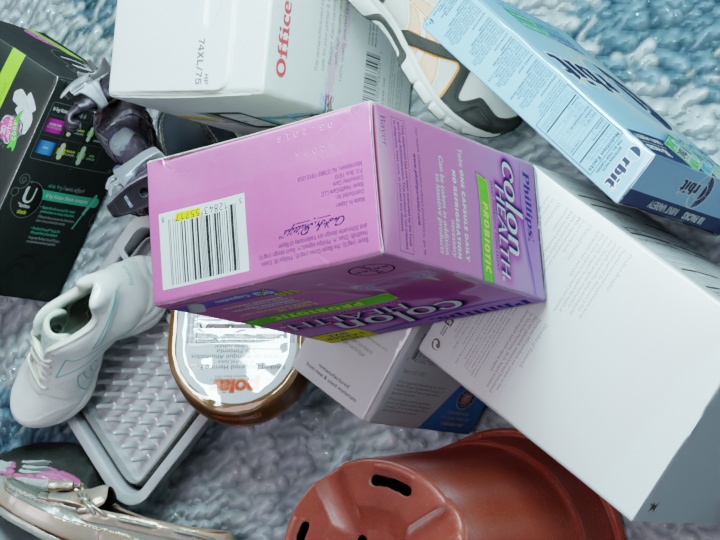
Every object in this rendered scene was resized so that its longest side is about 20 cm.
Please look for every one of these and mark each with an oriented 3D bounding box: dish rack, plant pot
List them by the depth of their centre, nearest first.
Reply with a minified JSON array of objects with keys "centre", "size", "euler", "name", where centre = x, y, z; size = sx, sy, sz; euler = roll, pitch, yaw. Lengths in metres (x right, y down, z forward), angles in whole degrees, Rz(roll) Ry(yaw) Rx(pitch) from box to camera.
[{"centre":[0.057,0.207,1.402],"size":[0.200,0.195,0.202],"euler":[-4,82,31],"name":"plant pot"},{"centre":[-0.168,0.072,1.638],"size":[0.200,0.043,0.172],"euler":[-51,61,28],"name":"dish rack"}]

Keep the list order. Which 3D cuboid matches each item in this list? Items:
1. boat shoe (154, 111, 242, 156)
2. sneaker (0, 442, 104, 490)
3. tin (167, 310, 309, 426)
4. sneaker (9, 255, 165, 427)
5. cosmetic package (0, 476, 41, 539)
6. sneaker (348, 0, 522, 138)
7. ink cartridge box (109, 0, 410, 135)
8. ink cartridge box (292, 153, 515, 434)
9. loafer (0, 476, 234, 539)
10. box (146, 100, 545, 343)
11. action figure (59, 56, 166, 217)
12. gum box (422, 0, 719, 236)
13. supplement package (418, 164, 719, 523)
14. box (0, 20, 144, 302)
[{"centre":[-0.121,-0.059,1.628],"size":[0.075,0.062,0.201],"euler":[-36,66,26],"name":"boat shoe"},{"centre":[-0.299,0.199,1.714],"size":[0.199,0.080,0.087],"euler":[-3,105,30],"name":"sneaker"},{"centre":[-0.090,0.018,1.542],"size":[0.111,0.042,0.201],"euler":[-2,72,11],"name":"tin"},{"centre":[-0.238,0.057,1.620],"size":[0.200,0.080,0.071],"euler":[-48,64,32],"name":"sneaker"},{"centre":[-0.315,0.227,1.632],"size":[0.074,0.102,0.200],"euler":[-26,113,30],"name":"cosmetic package"},{"centre":[0.062,-0.180,1.467],"size":[0.080,0.200,0.074],"euler":[-26,26,35],"name":"sneaker"},{"centre":[-0.069,-0.186,1.529],"size":[0.145,0.200,0.148],"euler":[2,84,33],"name":"ink cartridge box"},{"centre":[0.061,0.010,1.453],"size":[0.086,0.146,0.201],"euler":[33,101,33],"name":"ink cartridge box"},{"centre":[-0.195,0.201,1.611],"size":[0.199,0.072,0.063],"euler":[23,96,4],"name":"loafer"},{"centre":[-0.007,-0.024,1.293],"size":[0.175,0.200,0.097],"euler":[-12,76,32],"name":"box"},{"centre":[-0.174,-0.089,1.534],"size":[0.069,0.130,0.200],"euler":[-42,33,1],"name":"action figure"},{"centre":[0.158,-0.111,1.393],"size":[0.200,0.170,0.045],"euler":[46,107,28],"name":"gum box"},{"centre":[0.181,0.053,1.368],"size":[0.200,0.150,0.152],"euler":[38,104,30],"name":"supplement package"},{"centre":[-0.304,-0.097,1.713],"size":[0.148,0.124,0.201],"euler":[32,102,31],"name":"box"}]
